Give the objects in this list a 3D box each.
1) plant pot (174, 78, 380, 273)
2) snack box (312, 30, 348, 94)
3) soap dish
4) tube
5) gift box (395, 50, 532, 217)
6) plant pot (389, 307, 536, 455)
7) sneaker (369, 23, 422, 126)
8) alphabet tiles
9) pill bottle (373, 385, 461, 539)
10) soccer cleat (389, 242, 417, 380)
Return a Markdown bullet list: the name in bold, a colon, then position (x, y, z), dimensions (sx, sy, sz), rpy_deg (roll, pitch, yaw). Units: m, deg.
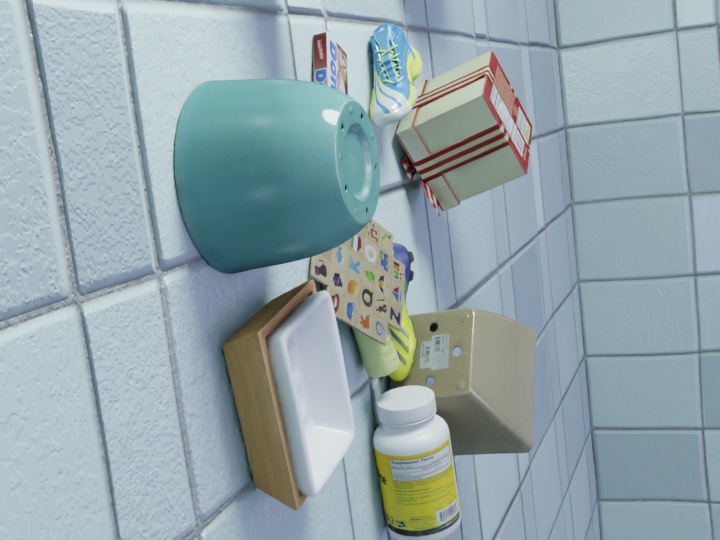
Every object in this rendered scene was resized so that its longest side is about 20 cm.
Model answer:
- **plant pot**: position (-0.072, -0.103, 1.019), dimensions (0.200, 0.158, 0.205), rpy_deg (-4, 90, -69)
- **snack box**: position (-0.038, -0.204, 1.296), dimensions (0.072, 0.024, 0.204), rpy_deg (33, 52, -64)
- **soap dish**: position (-0.075, 0.131, 1.079), dimensions (0.157, 0.080, 0.204), rpy_deg (-47, 129, -62)
- **tube**: position (0.004, 0.048, 1.349), dimensions (0.058, 0.051, 0.203), rpy_deg (-134, -156, -67)
- **gift box**: position (0.170, -0.211, 1.624), dimensions (0.202, 0.184, 0.186), rpy_deg (59, 29, -22)
- **plant pot**: position (0.145, 0.160, 1.523), dimensions (0.177, 0.197, 0.204), rpy_deg (40, 50, -49)
- **sneaker**: position (0.038, -0.301, 1.479), dimensions (0.106, 0.075, 0.202), rpy_deg (59, 25, -29)
- **alphabet tiles**: position (0.000, 0.000, 1.319), dimensions (0.199, 0.006, 0.170), rpy_deg (33, 53, -45)
- **pill bottle**: position (0.078, 0.275, 1.412), dimensions (0.112, 0.110, 0.204), rpy_deg (-39, 123, -64)
- **soccer cleat**: position (0.037, 0.061, 1.438), dimensions (0.083, 0.064, 0.205), rpy_deg (-6, 97, -39)
